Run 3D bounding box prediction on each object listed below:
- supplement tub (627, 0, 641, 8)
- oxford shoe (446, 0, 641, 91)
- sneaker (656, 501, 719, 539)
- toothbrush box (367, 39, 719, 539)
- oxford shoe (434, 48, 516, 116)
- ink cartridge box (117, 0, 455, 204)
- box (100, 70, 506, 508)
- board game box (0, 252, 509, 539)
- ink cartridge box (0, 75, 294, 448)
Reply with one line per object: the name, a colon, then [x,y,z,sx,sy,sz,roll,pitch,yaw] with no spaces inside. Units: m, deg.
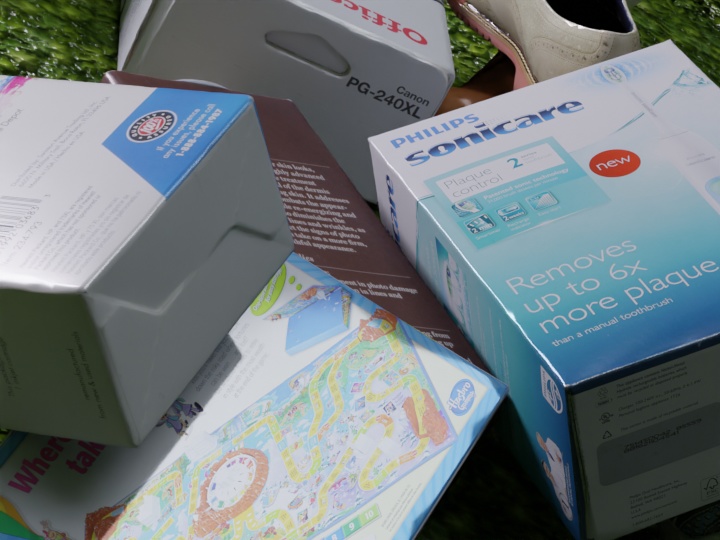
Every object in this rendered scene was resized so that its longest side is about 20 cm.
supplement tub: [0.087,-0.245,1.660,0.200,0.145,0.145,18,28,-23]
oxford shoe: [0.094,-0.139,1.395,0.071,0.074,0.200,-4,39,-24]
sneaker: [0.140,0.042,1.238,0.200,0.077,0.085,-109,177,-55]
toothbrush box: [0.109,0.004,1.157,0.146,0.085,0.200,-18,35,-13]
oxford shoe: [0.081,-0.095,1.448,0.071,0.071,0.200,9,13,26]
ink cartridge box: [-0.039,-0.135,1.399,0.145,0.083,0.200,23,27,-15]
box: [-0.039,0.008,1.157,0.100,0.075,0.200,7,36,-38]
board game box: [-0.050,0.076,0.983,0.134,0.034,0.200,33,48,4]
ink cartridge box: [-0.139,-0.010,0.990,0.200,0.067,0.116,6,39,30]
